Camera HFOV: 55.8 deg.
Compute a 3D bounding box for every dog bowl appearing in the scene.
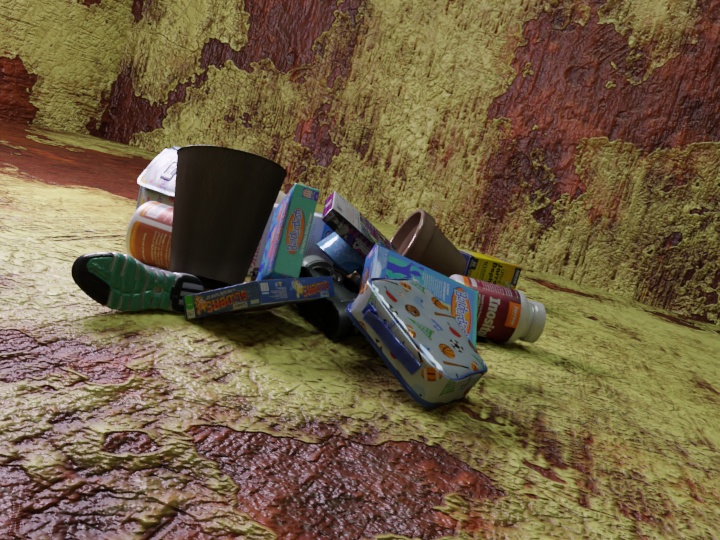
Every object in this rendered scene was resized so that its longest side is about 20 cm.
[{"bbox_3d":[0.000,0.000,1.344,0.200,0.050,0.111,43,-3,0],"label":"dog bowl"}]

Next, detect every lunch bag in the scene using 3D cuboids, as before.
[{"bbox_3d":[0.073,0.092,0.937,0.200,0.076,0.160,49,26,24],"label":"lunch bag"},{"bbox_3d":[-0.367,-0.142,1.381,0.169,0.200,0.127,23,12,35],"label":"lunch bag"}]

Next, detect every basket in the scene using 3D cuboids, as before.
[{"bbox_3d":[-0.221,-0.076,1.068,0.180,0.200,0.136,8,-12,5],"label":"basket"}]

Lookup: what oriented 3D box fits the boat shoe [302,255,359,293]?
[{"bbox_3d":[-0.057,0.027,1.286,0.066,0.070,0.200,28,-3,27],"label":"boat shoe"}]

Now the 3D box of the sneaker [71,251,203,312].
[{"bbox_3d":[-0.322,0.020,0.950,0.087,0.075,0.200,10,-7,40],"label":"sneaker"}]

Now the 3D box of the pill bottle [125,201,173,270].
[{"bbox_3d":[-0.295,-0.042,1.183,0.200,0.112,0.112,19,10,14],"label":"pill bottle"}]

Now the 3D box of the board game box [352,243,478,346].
[{"bbox_3d":[0.094,0.059,1.099,0.200,0.045,0.152,25,44,-12],"label":"board game box"}]

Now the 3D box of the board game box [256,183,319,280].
[{"bbox_3d":[-0.131,-0.052,1.185,0.045,0.152,0.200,16,-13,-15],"label":"board game box"}]

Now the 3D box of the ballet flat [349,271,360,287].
[{"bbox_3d":[0.013,0.018,1.497,0.075,0.064,0.200,15,9,0],"label":"ballet flat"}]

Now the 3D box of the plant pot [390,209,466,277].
[{"bbox_3d":[0.169,-0.029,1.739,0.174,0.200,0.200,32,6,-14],"label":"plant pot"}]

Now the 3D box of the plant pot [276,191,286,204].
[{"bbox_3d":[-0.227,-0.124,1.611,0.183,0.201,0.200,23,6,-23],"label":"plant pot"}]

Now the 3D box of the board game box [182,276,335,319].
[{"bbox_3d":[-0.145,0.039,1.013,0.135,0.035,0.200,-12,-4,28],"label":"board game box"}]

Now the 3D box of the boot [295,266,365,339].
[{"bbox_3d":[-0.007,0.060,1.160,0.168,0.077,0.200,6,20,-32],"label":"boot"}]

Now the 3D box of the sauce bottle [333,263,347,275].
[{"bbox_3d":[-0.087,-0.024,1.538,0.066,0.066,0.200,10,-2,-33],"label":"sauce bottle"}]

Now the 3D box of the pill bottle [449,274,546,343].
[{"bbox_3d":[0.266,0.084,1.378,0.200,0.113,0.113,14,9,-10],"label":"pill bottle"}]

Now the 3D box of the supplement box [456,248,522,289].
[{"bbox_3d":[0.342,0.011,1.941,0.200,0.109,0.109,10,11,-32],"label":"supplement box"}]

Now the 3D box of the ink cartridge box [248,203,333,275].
[{"bbox_3d":[-0.153,-0.057,1.404,0.200,0.145,0.084,10,11,-32],"label":"ink cartridge box"}]

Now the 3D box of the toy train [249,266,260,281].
[{"bbox_3d":[-0.134,0.017,1.346,0.200,0.034,0.046,9,8,-37],"label":"toy train"}]

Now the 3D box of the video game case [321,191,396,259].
[{"bbox_3d":[0.002,-0.071,1.343,0.181,0.036,0.200,42,11,-12],"label":"video game case"}]
